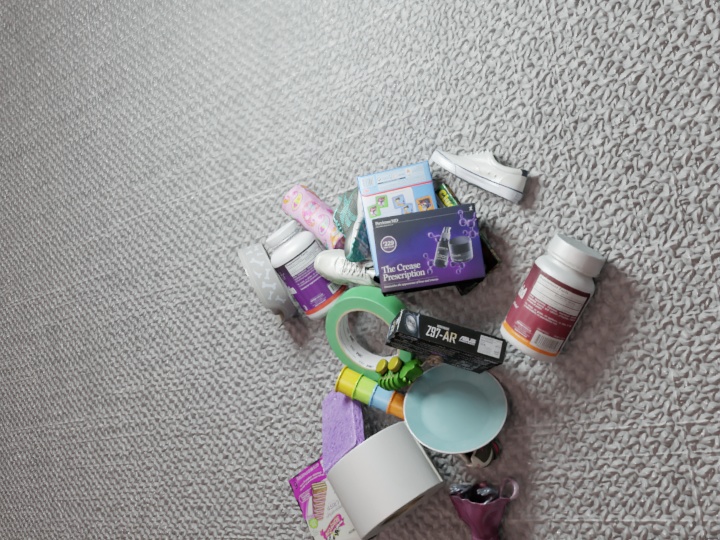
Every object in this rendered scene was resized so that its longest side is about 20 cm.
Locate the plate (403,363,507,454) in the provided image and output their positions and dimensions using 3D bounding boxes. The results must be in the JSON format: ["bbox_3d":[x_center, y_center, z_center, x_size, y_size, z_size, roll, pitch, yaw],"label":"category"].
[{"bbox_3d":[0.179,0.262,1.345,0.198,0.200,0.026,24,145,33],"label":"plate"}]

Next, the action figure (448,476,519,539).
[{"bbox_3d":[0.238,0.501,1.347,0.146,0.134,0.204,-17,93,-8],"label":"action figure"}]

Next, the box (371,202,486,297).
[{"bbox_3d":[0.127,-0.038,1.343,0.195,0.079,0.145,-9,81,4],"label":"box"}]

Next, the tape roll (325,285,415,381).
[{"bbox_3d":[0.024,0.131,1.460,0.197,0.048,0.204,16,125,23],"label":"tape roll"}]

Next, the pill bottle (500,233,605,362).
[{"bbox_3d":[0.337,0.047,1.244,0.113,0.113,0.203,35,109,31],"label":"pill bottle"}]

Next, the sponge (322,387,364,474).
[{"bbox_3d":[-0.039,0.322,1.501,0.112,0.030,0.202,-48,26,26],"label":"sponge"}]

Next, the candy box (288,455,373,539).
[{"bbox_3d":[-0.063,0.522,1.569,0.136,0.060,0.202,-40,68,28],"label":"candy box"}]

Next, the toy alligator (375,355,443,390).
[{"bbox_3d":[0.084,0.202,1.372,0.199,0.059,0.055,-21,42,53],"label":"toy alligator"}]

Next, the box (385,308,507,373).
[{"bbox_3d":[0.152,0.133,1.302,0.196,0.160,0.044,17,75,-1],"label":"box"}]

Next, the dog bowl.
[{"bbox_3d":[-0.207,0.028,1.607,0.058,0.201,0.202,-29,69,-4],"label":"dog bowl"}]

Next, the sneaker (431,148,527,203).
[{"bbox_3d":[0.230,-0.197,1.360,0.198,0.073,0.072,29,97,23],"label":"sneaker"}]

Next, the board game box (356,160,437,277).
[{"bbox_3d":[0.084,-0.102,1.412,0.148,0.037,0.205,-12,80,5],"label":"board game box"}]

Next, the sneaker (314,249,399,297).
[{"bbox_3d":[0.000,0.000,1.462,0.196,0.081,0.077,15,82,2],"label":"sneaker"}]

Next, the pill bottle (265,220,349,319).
[{"bbox_3d":[-0.118,-0.002,1.536,0.111,0.113,0.202,-27,103,32],"label":"pill bottle"}]

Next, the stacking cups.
[{"bbox_3d":[0.044,0.266,1.464,0.197,0.060,0.062,25,105,13],"label":"stacking cups"}]

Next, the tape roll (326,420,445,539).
[{"bbox_3d":[0.050,0.413,1.402,0.203,0.201,0.140,-47,65,26],"label":"tape roll"}]

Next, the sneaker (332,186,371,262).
[{"bbox_3d":[-0.018,-0.095,1.479,0.090,0.078,0.203,-11,46,25],"label":"sneaker"}]

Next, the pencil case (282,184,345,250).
[{"bbox_3d":[-0.088,-0.106,1.578,0.200,0.087,0.088,42,113,27],"label":"pencil case"}]

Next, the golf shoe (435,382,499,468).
[{"bbox_3d":[0.185,0.291,1.373,0.201,0.087,0.078,49,118,27],"label":"golf shoe"}]

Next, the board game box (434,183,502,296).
[{"bbox_3d":[0.186,-0.062,1.412,0.105,0.023,0.202,-44,66,29],"label":"board game box"}]
